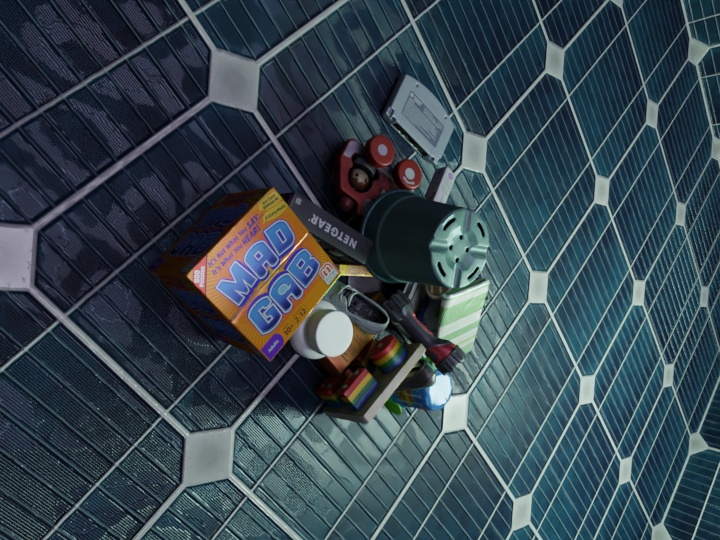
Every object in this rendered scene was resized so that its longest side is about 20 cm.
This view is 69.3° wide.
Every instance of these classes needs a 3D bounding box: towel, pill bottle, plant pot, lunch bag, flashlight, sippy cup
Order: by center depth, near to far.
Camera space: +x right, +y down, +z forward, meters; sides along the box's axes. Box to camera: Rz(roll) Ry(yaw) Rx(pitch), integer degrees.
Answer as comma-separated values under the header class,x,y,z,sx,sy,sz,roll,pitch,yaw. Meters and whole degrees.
class,x,y,z,sx,sy,sz,roll,pitch,yaw
pill bottle,-0.105,0.106,0.992,0.110,0.199,0.112,-3,95,-37
plant pot,0.131,-0.055,1.025,0.199,0.196,0.202,-7,103,-32
flashlight,0.134,0.127,1.108,0.068,0.068,0.200,-41,82,0
towel,0.221,0.121,1.181,0.152,0.023,0.201,-18,127,-36
towel,0.133,0.083,1.238,0.150,0.031,0.200,-63,153,-9
sippy cup,0.143,0.271,1.244,0.139,0.130,0.179,35,71,-35
lunch bag,0.204,0.115,1.271,0.162,0.082,0.200,-62,153,-16

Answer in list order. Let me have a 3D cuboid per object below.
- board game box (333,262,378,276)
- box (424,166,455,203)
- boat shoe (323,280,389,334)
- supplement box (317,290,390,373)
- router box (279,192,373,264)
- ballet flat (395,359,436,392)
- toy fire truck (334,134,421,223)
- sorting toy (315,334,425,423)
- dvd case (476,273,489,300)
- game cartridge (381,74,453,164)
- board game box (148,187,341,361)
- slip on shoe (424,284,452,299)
class,x,y,z,sx,sy,sz,roll,pitch,yaw
board game box,0.000,0.000,1.127,0.199,0.095,0.030,7,89,-42
box,0.165,-0.147,1.198,0.039,0.041,0.201,38,66,-32
boat shoe,-0.025,0.060,1.088,0.200,0.072,0.070,33,61,-3
supplement box,-0.013,0.133,1.145,0.067,0.069,0.200,50,61,-13
router box,-0.099,-0.078,1.014,0.199,0.157,0.053,31,75,-36
ballet flat,0.072,0.244,1.172,0.068,0.199,0.069,-73,139,-68
toy fire truck,0.027,-0.177,1.115,0.199,0.112,0.169,34,65,-25
sorting toy,0.010,0.215,1.101,0.070,0.200,0.199,49,63,-10
dvd case,0.261,-0.021,1.286,0.025,0.150,0.202,-16,86,-1
game cartridge,0.145,-0.369,1.264,0.200,0.041,0.134,36,75,-34
board game box,-0.201,0.002,0.910,0.200,0.199,0.200,-51,120,-23
slip on shoe,0.189,-0.013,1.187,0.061,0.075,0.201,74,22,-53
